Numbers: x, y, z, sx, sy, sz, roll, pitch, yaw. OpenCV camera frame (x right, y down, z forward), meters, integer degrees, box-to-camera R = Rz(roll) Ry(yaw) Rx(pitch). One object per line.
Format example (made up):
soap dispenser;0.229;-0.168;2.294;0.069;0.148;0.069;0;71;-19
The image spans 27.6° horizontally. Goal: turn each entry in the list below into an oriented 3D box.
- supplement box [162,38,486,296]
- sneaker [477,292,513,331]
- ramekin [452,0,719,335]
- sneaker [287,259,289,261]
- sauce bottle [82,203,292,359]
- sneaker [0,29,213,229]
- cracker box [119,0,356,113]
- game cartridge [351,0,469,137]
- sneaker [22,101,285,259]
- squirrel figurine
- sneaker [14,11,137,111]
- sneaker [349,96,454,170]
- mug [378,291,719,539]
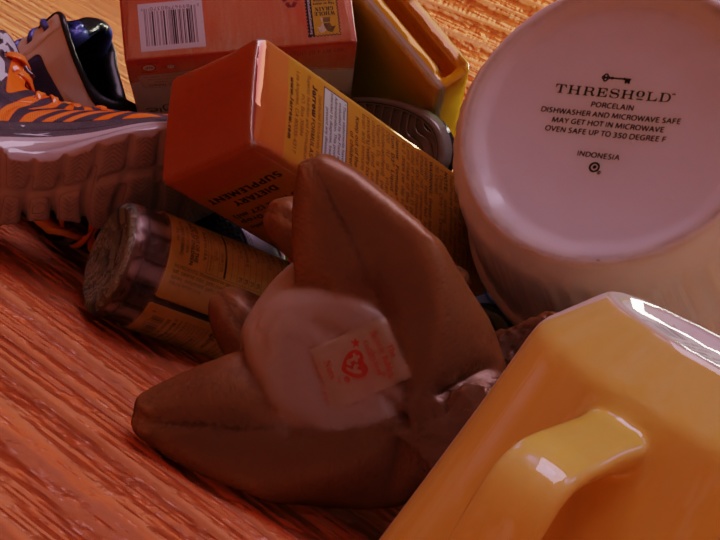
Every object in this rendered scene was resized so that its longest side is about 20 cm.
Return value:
supplement box;-0.012;-0.042;0.782;0.066;0.069;0.200;-20;-32;35
sneaker;0.069;0.041;0.970;0.146;0.077;0.202;20;12;-47
ramekin;0.138;-0.056;0.747;0.202;0.203;0.094;33;-6;32
sneaker;0.000;0.000;0.954;0.093;0.070;0.200;30;7;-7
sauce bottle;-0.049;0.026;0.783;0.200;0.065;0.065;24;10;-30
sneaker;-0.160;-0.082;0.785;0.199;0.078;0.112;-1;46;-28
cracker box;-0.075;-0.120;0.925;0.133;0.058;0.200;-6;-15;-4
game cartridge;0.003;-0.144;0.971;0.176;0.032;0.200;52;-11;15
sneaker;-0.135;-0.030;0.844;0.200;0.078;0.077;26;22;16
squirrel figurine;0.024;0.049;0.677;0.200;0.142;0.187;29;2;8
sneaker;-0.220;-0.126;0.966;0.199;0.115;0.081;29;9;16
sneaker;0.003;-0.063;0.952;0.200;0.075;0.106;-12;-8;43
mug;0.088;0.097;0.496;0.149;0.154;0.187;26;10;-5
